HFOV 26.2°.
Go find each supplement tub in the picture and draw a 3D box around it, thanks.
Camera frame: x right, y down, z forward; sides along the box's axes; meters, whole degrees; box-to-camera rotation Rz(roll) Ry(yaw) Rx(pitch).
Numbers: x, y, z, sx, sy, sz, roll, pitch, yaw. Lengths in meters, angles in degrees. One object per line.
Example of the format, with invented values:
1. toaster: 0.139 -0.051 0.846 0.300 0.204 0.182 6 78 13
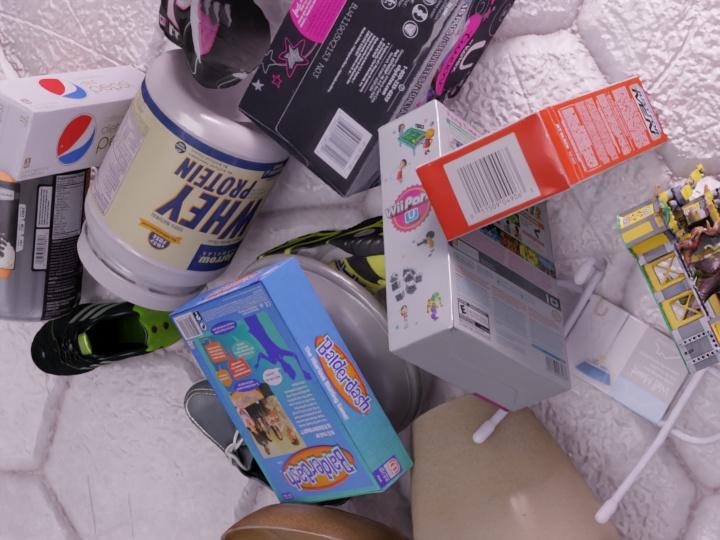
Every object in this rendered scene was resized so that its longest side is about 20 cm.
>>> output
1. supplement tub: -0.158 -0.078 1.376 0.145 0.145 0.200 41 118 17
2. supplement tub: -0.324 -0.061 1.494 0.122 0.122 0.201 16 108 27

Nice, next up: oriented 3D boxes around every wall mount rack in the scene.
1. wall mount rack: 0.191 0.093 1.227 0.200 0.075 0.174 32 94 21

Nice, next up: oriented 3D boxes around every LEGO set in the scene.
1. LEGO set: 0.279 -0.010 1.108 0.116 0.200 0.154 -27 73 25

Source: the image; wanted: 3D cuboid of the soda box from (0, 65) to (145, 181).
1. soda box: -0.255 -0.135 1.389 0.064 0.200 0.068 29 114 22

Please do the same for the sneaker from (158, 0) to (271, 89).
1. sneaker: -0.132 -0.213 1.326 0.080 0.200 0.086 34 122 -27

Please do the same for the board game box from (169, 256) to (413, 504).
1. board game box: -0.060 0.099 1.298 0.152 0.045 0.201 -19 103 51

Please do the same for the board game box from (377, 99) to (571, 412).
1. board game box: 0.086 -0.010 1.194 0.064 0.147 0.201 -25 52 33

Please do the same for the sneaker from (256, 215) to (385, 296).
1. sneaker: 0.000 0.000 1.350 0.200 0.075 0.077 -10 103 43

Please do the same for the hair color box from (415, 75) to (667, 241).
1. hair color box: 0.140 -0.087 1.162 0.111 0.200 0.064 -24 89 33

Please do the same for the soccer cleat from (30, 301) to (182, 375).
1. soccer cleat: -0.259 0.064 1.506 0.199 0.081 0.068 -14 93 33

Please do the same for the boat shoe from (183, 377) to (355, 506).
1. boat shoe: -0.092 0.159 1.438 0.200 0.062 0.073 28 113 23

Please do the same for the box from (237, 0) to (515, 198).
1. box: 0.016 -0.181 1.268 0.132 0.115 0.200 40 119 16

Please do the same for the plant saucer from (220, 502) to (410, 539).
1. plant saucer: -0.023 0.247 1.371 0.199 0.200 0.036 -2 61 31

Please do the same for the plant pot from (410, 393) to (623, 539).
1. plant pot: 0.116 0.206 1.271 0.187 0.187 0.201 -32 68 32

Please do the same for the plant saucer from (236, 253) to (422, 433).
1. plant saucer: -0.042 0.080 1.354 0.200 0.050 0.201 24 136 24
